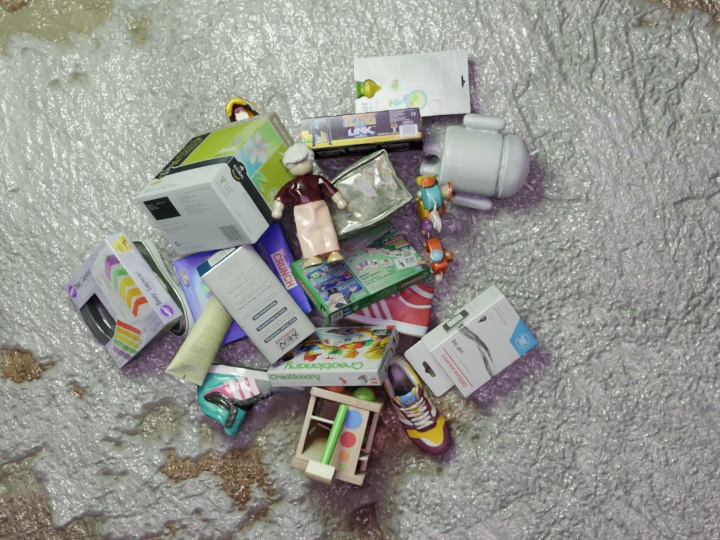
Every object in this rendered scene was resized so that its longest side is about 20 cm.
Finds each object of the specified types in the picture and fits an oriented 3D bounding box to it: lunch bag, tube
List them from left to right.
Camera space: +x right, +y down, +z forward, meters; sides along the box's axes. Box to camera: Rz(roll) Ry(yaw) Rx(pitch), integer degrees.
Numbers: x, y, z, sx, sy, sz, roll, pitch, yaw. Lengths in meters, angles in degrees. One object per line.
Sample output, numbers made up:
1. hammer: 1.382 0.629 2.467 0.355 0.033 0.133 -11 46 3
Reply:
1. tube: -0.256 0.099 1.689 0.058 0.052 0.200 28 93 4
2. lunch bag: -0.023 -0.114 1.696 0.200 0.164 0.118 -31 92 3

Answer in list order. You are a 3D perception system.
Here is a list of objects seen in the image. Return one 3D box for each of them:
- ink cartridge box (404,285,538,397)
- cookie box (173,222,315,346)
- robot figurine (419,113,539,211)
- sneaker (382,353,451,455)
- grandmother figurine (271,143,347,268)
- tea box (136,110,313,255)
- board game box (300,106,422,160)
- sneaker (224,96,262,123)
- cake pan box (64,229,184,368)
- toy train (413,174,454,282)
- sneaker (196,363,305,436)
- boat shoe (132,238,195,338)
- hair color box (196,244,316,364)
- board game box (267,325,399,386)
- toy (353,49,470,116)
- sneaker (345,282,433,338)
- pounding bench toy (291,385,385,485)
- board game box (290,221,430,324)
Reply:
1. ink cartridge box: 0.189 0.134 1.710 0.200 0.067 0.116 -38 109 2
2. cookie box: -0.203 0.029 1.749 0.200 0.075 0.171 -20 89 4
3. robot figurine: 0.204 -0.186 1.708 0.200 0.113 0.170 7 117 4
4. sneaker: 0.091 0.237 1.720 0.075 0.090 0.200 -34 87 2
5. grandmother figurine: -0.085 -0.107 1.591 0.121 0.061 0.200 -10 86 -24
6. tea box: -0.223 -0.143 1.642 0.134 0.200 0.197 56 50 -27
7. board game box: 0.006 -0.232 1.695 0.200 0.165 0.057 -5 91 3
8. sneaker: -0.176 -0.222 1.748 0.078 0.082 0.200 -41 88 2
9. cake pan box: -0.417 0.054 1.726 0.200 0.052 0.184 -37 86 43
10. toy train: 0.136 -0.079 1.691 0.056 0.200 0.150 -13 64 -6
11. sneaker: -0.199 0.232 1.740 0.200 0.084 0.121 7 84 11
12. boat shoe: -0.365 0.038 1.756 0.071 0.064 0.200 -37 82 31
13. hair color box: -0.172 0.047 1.644 0.100 0.061 0.200 -37 113 -3
14. board game box: -0.045 0.145 1.685 0.200 0.126 0.035 -4 123 20
15. toy: 0.090 -0.321 1.749 0.200 0.047 0.115 -3 83 3
16. sneaker: 0.031 0.042 1.737 0.200 0.071 0.113 14 94 -4
17. pounding bench toy: -0.036 0.267 1.673 0.124 0.200 0.156 15 91 4
18. board game box: 0.000 0.000 1.690 0.200 0.029 0.135 -24 50 -19
